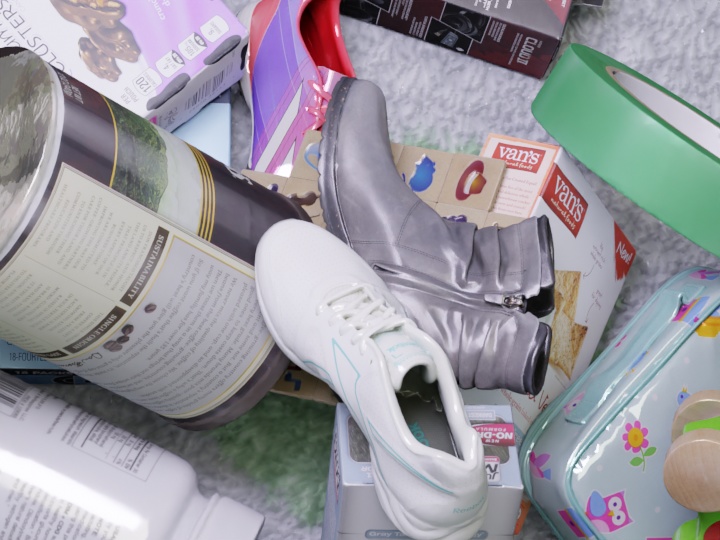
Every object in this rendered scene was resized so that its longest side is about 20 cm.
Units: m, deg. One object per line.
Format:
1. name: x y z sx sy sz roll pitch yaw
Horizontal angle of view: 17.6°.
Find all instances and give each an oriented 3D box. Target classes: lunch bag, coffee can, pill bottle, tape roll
1. lunch bag: 0.198 0.100 1.388 0.200 0.077 0.161 -45 108 -17
2. coffee can: -0.141 -0.014 1.280 0.199 0.146 0.147 29 68 -38
3. pill bottle: -0.163 0.143 1.344 0.199 0.113 0.114 26 73 2
4. tape roll: 0.197 -0.063 1.397 0.200 0.200 0.048 34 104 4

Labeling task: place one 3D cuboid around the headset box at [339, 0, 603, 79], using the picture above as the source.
1. headset box: 0.068 -0.224 1.491 0.199 0.077 0.150 18 74 -2

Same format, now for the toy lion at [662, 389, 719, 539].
1. toy lion: 0.260 0.155 1.298 0.199 0.069 0.193 -13 110 17

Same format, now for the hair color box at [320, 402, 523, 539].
1. hair color box: 0.028 0.161 1.313 0.098 0.201 0.061 1 47 -6

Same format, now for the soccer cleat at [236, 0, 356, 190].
1. soccer cleat: -0.030 -0.083 1.435 0.068 0.073 0.202 11 64 -47

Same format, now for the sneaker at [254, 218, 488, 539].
1. sneaker: 0.012 0.044 1.213 0.070 0.080 0.201 -25 65 -21

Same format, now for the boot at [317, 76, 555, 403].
1. boot: 0.047 -0.019 1.310 0.131 0.070 0.202 -7 73 14

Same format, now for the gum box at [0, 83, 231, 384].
1. gum box: -0.164 -0.031 1.429 0.168 0.045 0.202 1 75 -6

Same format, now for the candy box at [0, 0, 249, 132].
1. candy box: -0.195 -0.131 1.394 0.200 0.072 0.168 -40 81 -15

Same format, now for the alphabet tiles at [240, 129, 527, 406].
1. alphabet tiles: 0.000 0.000 1.354 0.199 0.006 0.167 10 69 25

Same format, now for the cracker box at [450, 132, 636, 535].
1. cracker box: 0.086 0.038 1.386 0.057 0.134 0.201 12 70 33
